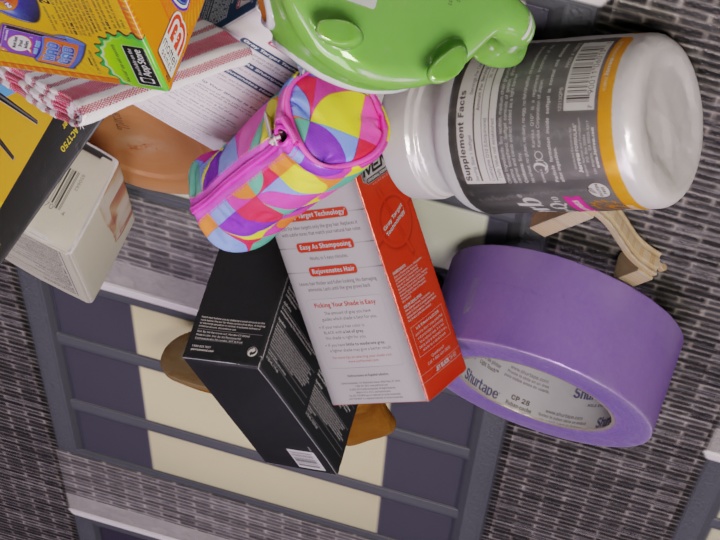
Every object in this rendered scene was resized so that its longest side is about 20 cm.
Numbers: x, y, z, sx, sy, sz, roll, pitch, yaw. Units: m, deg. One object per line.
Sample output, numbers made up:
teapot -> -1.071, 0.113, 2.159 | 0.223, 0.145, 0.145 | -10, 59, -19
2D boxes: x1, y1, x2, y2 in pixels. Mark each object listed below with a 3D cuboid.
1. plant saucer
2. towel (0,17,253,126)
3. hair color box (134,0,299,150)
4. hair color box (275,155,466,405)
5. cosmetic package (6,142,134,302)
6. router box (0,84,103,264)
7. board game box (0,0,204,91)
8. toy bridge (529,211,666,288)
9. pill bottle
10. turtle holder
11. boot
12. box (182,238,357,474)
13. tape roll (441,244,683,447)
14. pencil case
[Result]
plant saucer -> -0.171, -0.114, 1.819 | 0.199, 0.033, 0.201 | 14, 153, 7
towel -> -0.186, -0.151, 1.570 | 0.199, 0.146, 0.030 | 29, 132, 40
hair color box -> -0.080, -0.154, 1.645 | 0.100, 0.061, 0.199 | 29, 153, -26
hair color box -> 0.000, 0.000, 1.784 | 0.101, 0.061, 0.201 | -4, 112, 39
cosmetic package -> -0.246, -0.050, 1.866 | 0.103, 0.088, 0.200 | 27, 168, 2
router box -> -0.278, -0.108, 1.674 | 0.051, 0.201, 0.149 | -7, 131, 43
board game box -> -0.195, -0.254, 1.361 | 0.198, 0.201, 0.200 | 10, 154, 17
toy bridge -> 0.155, -0.046, 1.748 | 0.199, 0.027, 0.067 | 29, 152, -24
pill bottle -> 0.120, -0.097, 1.566 | 0.199, 0.117, 0.116 | -1, 149, 34
turtle holder -> 0.020, -0.183, 1.470 | 0.184, 0.142, 0.132 | -16, -176, -23
boot -> -0.075, 0.118, 2.170 | 0.200, 0.071, 0.144 | 2, 148, 20
box -> -0.063, 0.063, 1.975 | 0.078, 0.142, 0.200 | 8, 153, 25
tape roll -> 0.152, 0.062, 1.868 | 0.199, 0.086, 0.200 | 19, 163, 6
pencil case -> -0.056, -0.077, 1.621 | 0.088, 0.089, 0.200 | 25, 154, -15
